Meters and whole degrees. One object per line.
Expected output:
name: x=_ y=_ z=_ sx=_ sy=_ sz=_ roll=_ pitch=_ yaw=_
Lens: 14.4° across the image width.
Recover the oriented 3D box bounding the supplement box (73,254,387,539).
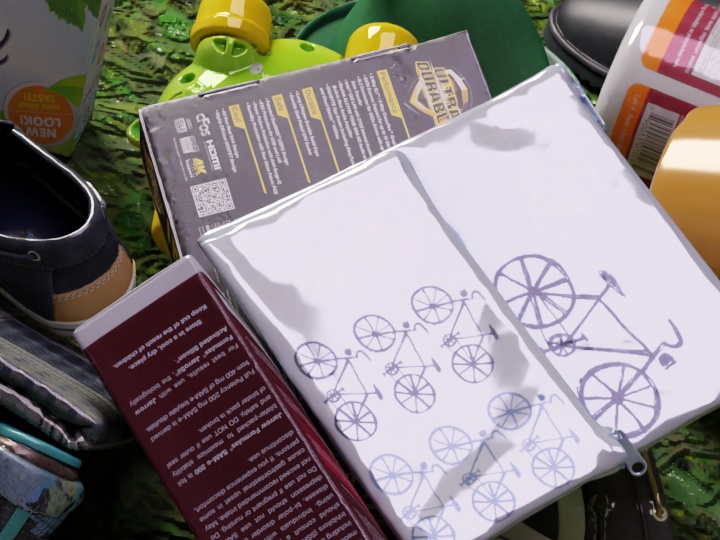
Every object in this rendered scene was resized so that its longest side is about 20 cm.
supplement box: x=-0.029 y=0.101 z=1.129 sx=0.061 sy=0.109 sz=0.200 roll=-34 pitch=61 yaw=-1

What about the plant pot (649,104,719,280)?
plant pot: x=0.239 y=-0.003 z=1.385 sx=0.183 sy=0.200 sz=0.200 roll=12 pitch=31 yaw=24

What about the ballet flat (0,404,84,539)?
ballet flat: x=-0.170 y=0.080 z=1.187 sx=0.074 sy=0.074 sz=0.200 roll=3 pitch=8 yaw=-18

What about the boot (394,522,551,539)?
boot: x=0.090 y=0.169 z=1.185 sx=0.200 sy=0.073 sz=0.090 roll=20 pitch=41 yaw=21

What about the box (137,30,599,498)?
box: x=0.000 y=0.000 z=1.276 sx=0.160 sy=0.049 sz=0.200 roll=-14 pitch=62 yaw=-10

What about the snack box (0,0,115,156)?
snack box: x=-0.224 y=-0.152 z=1.432 sx=0.200 sy=0.142 sz=0.053 roll=15 pitch=34 yaw=1

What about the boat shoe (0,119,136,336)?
boat shoe: x=-0.179 y=-0.044 z=1.279 sx=0.200 sy=0.062 sz=0.075 roll=35 pitch=61 yaw=30

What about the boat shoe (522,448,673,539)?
boat shoe: x=0.100 y=0.063 z=1.326 sx=0.061 sy=0.072 sz=0.201 roll=4 pitch=44 yaw=-11

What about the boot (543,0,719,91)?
boot: x=0.211 y=-0.159 z=1.590 sx=0.200 sy=0.168 sz=0.076 roll=29 pitch=37 yaw=19

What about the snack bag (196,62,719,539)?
snack bag: x=0.060 y=0.015 z=1.227 sx=0.200 sy=0.021 sz=0.189 roll=-26 pitch=65 yaw=-20

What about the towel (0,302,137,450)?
towel: x=-0.182 y=0.023 z=1.207 sx=0.200 sy=0.035 sz=0.193 roll=30 pitch=2 yaw=4

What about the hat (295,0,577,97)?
hat: x=0.055 y=-0.164 z=1.526 sx=0.166 sy=0.176 sz=0.200 roll=35 pitch=39 yaw=26

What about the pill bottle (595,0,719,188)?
pill bottle: x=0.228 y=-0.066 z=1.517 sx=0.200 sy=0.110 sz=0.110 roll=23 pitch=35 yaw=9

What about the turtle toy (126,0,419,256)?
turtle toy: x=-0.017 y=-0.043 z=1.395 sx=0.200 sy=0.101 sz=0.146 roll=13 pitch=61 yaw=-4
